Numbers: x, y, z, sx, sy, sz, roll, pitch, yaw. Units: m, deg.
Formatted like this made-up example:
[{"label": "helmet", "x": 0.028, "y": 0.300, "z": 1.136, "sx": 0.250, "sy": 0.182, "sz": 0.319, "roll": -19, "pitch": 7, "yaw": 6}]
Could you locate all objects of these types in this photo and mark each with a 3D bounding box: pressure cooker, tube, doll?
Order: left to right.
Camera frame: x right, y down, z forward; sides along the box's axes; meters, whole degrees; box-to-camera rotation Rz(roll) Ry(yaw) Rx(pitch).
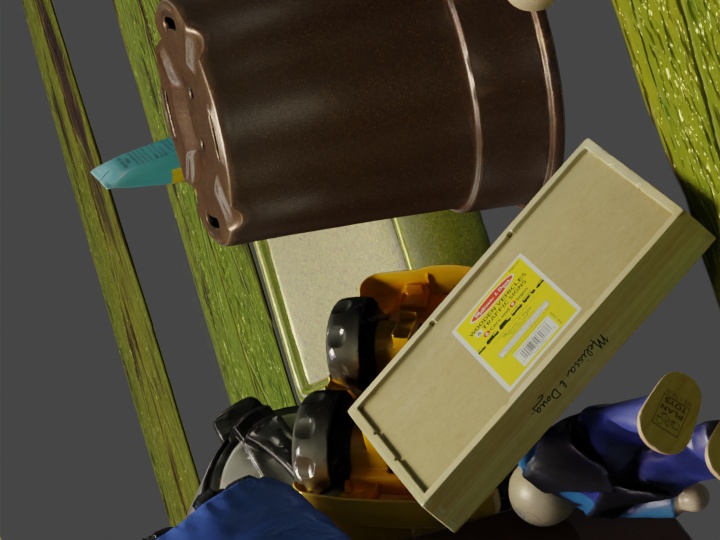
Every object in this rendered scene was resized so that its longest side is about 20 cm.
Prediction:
[{"label": "tube", "x": -0.098, "y": -0.092, "z": 1.850, "sx": 0.077, "sy": 0.199, "sz": 0.051, "roll": -156, "pitch": 53, "yaw": -75}, {"label": "pressure cooker", "x": -0.048, "y": 0.204, "z": 1.998, "sx": 0.200, "sy": 0.175, "sz": 0.179, "roll": 115, "pitch": 167, "yaw": -66}, {"label": "doll", "x": 0.130, "y": 0.098, "z": 1.323, "sx": 0.200, "sy": 0.136, "sz": 0.049, "roll": -36, "pitch": 31, "yaw": 65}]

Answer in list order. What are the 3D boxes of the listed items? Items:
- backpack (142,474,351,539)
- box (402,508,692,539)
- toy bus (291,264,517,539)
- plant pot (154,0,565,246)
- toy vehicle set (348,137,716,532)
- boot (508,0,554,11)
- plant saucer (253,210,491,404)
[{"label": "backpack", "x": -0.051, "y": 0.223, "z": 1.408, "sx": 0.168, "sy": 0.162, "sz": 0.200, "roll": 32, "pitch": 143, "yaw": 29}, {"label": "box", "x": 0.127, "y": 0.248, "z": 1.383, "sx": 0.200, "sy": 0.164, "sz": 0.166, "roll": -124, "pitch": 23, "yaw": -55}, {"label": "toy bus", "x": 0.051, "y": 0.123, "z": 1.545, "sx": 0.200, "sy": 0.135, "sz": 0.192, "roll": -74, "pitch": -23, "yaw": -45}, {"label": "plant pot", "x": -0.008, "y": -0.111, "z": 1.477, "sx": 0.200, "sy": 0.198, "sz": 0.201, "roll": 166, "pitch": 90, "yaw": -76}, {"label": "toy vehicle set", "x": 0.085, "y": 0.030, "z": 1.303, "sx": 0.026, "sy": 0.200, "sz": 0.124, "roll": 39, "pitch": -175, "yaw": -27}, {"label": "boot", "x": 0.086, "y": -0.252, "z": 1.277, "sx": 0.167, "sy": 0.072, "sz": 0.200, "roll": 111, "pitch": 145, "yaw": -48}, {"label": "plant saucer", "x": 0.000, "y": 0.000, "z": 1.675, "sx": 0.200, "sy": 0.048, "sz": 0.201, "roll": -27, "pitch": 75, "yaw": 45}]
